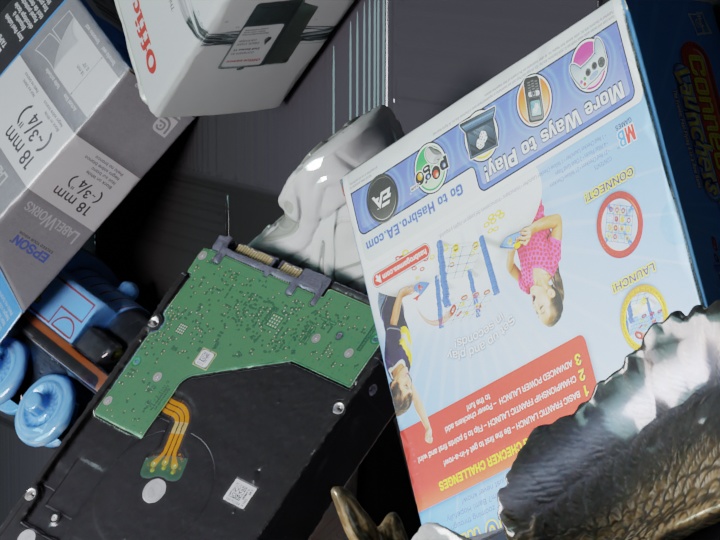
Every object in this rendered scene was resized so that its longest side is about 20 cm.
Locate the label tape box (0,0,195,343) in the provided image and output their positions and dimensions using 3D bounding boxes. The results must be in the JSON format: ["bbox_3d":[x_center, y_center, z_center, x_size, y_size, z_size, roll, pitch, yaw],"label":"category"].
[{"bbox_3d":[-0.206,-0.068,1.738,0.200,0.063,0.144,-49,41,9],"label":"label tape box"}]

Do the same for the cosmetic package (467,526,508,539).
[{"bbox_3d":[0.039,0.221,1.249,0.150,0.052,0.201,-22,89,44],"label":"cosmetic package"}]

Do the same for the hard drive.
[{"bbox_3d":[-0.072,0.087,1.366,0.139,0.038,0.200,22,72,39],"label":"hard drive"}]

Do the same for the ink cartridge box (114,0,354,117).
[{"bbox_3d":[-0.060,-0.192,1.517,0.200,0.083,0.147,-49,51,53],"label":"ink cartridge box"}]

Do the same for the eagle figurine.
[{"bbox_3d":[0.107,0.117,1.103,0.152,0.199,0.151,76,168,-57],"label":"eagle figurine"}]

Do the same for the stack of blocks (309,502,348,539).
[{"bbox_3d":[-0.032,0.132,1.418,0.115,0.059,0.200,52,175,-37],"label":"stack of blocks"}]

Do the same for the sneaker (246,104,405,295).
[{"bbox_3d":[0.000,0.000,1.429,0.099,0.078,0.200,51,163,8],"label":"sneaker"}]

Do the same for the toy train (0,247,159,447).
[{"bbox_3d":[-0.180,0.047,1.758,0.114,0.087,0.200,-55,42,-3],"label":"toy train"}]

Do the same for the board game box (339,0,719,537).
[{"bbox_3d":[0.090,0.013,1.236,0.200,0.056,0.197,-31,66,46],"label":"board game box"}]

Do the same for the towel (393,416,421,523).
[{"bbox_3d":[0.079,0.100,1.349,0.200,0.030,0.147,-48,52,57],"label":"towel"}]

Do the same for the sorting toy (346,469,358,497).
[{"bbox_3d":[-0.064,0.134,1.619,0.200,0.036,0.186,30,120,58],"label":"sorting toy"}]
